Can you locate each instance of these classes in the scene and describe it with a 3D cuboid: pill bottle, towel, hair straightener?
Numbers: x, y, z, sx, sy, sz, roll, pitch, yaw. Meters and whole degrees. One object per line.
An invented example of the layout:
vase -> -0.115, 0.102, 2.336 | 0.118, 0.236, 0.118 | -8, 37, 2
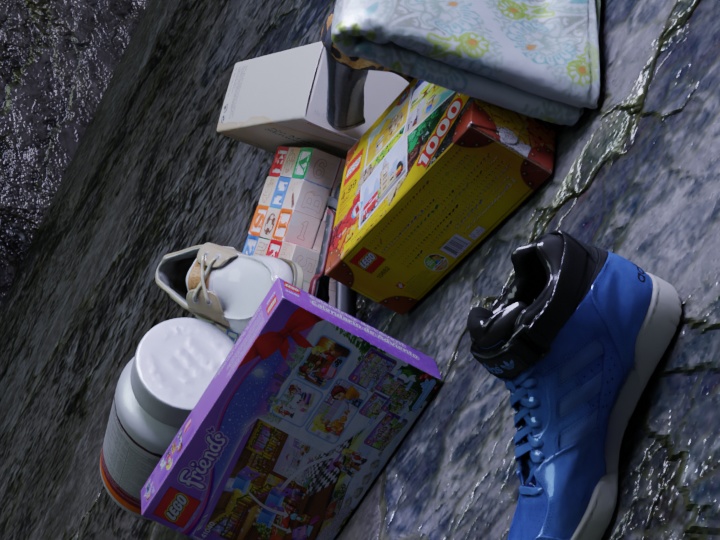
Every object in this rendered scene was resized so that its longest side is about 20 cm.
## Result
pill bottle -> -0.165, 0.131, 1.482 | 0.200, 0.110, 0.110 | 113, 173, -53
towel -> 0.083, -0.197, 1.237 | 0.048, 0.200, 0.171 | 117, 166, -44
hair straightener -> 0.000, 0.000, 1.410 | 0.077, 0.041, 0.200 | 0, 57, 19

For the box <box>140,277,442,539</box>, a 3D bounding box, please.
box -> -0.052, 0.121, 1.230 | 0.200, 0.137, 0.039 | -56, 19, 15

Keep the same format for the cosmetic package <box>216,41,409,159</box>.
cosmetic package -> -0.040, -0.145, 1.502 | 0.200, 0.104, 0.073 | 3, 76, 65

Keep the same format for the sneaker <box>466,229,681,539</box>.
sneaker -> 0.095, 0.074, 0.942 | 0.200, 0.111, 0.077 | -66, 19, -11

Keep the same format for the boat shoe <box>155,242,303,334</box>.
boat shoe -> -0.116, 0.016, 1.437 | 0.200, 0.068, 0.075 | -3, 70, 62

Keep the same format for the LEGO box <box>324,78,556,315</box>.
LEGO box -> 0.064, -0.085, 1.309 | 0.200, 0.077, 0.149 | -46, 24, 40

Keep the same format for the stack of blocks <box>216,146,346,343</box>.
stack of blocks -> -0.058, -0.006, 1.488 | 0.115, 0.059, 0.200 | 12, 83, 64

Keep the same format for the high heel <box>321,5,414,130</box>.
high heel -> 0.056, -0.202, 1.359 | 0.200, 0.071, 0.143 | -31, -27, -21
